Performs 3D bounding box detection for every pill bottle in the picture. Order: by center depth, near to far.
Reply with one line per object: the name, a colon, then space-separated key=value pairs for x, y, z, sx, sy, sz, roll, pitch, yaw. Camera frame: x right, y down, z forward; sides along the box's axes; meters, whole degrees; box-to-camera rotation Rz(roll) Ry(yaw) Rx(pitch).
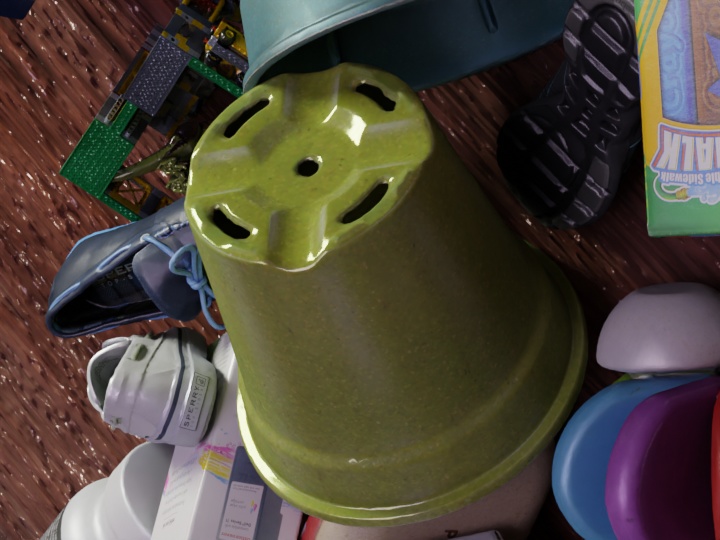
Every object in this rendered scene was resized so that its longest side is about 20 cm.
pill bottle: x=-0.159 y=0.205 z=1.517 sx=0.116 sy=0.116 sz=0.200 roll=52 pitch=128 yaw=16

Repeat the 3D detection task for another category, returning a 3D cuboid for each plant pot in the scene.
plant pot: x=0.000 y=0.000 z=1.218 sx=0.200 sy=0.201 sz=0.184 roll=20 pitch=152 yaw=34
plant pot: x=0.010 y=-0.210 z=1.241 sx=0.200 sy=0.200 sz=0.197 roll=-22 pitch=80 yaw=40

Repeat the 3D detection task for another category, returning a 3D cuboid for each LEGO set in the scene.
LEGO set: x=-0.082 y=-0.102 z=1.405 sx=0.153 sy=0.116 sz=0.200 roll=27 pitch=137 yaw=-1

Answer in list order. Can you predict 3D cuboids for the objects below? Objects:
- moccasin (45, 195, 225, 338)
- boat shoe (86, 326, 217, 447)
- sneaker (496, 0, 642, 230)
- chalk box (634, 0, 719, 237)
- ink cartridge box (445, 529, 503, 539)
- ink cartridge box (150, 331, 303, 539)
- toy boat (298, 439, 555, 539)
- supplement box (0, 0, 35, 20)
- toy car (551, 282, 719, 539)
moccasin: x=-0.103 y=0.004 z=1.378 sx=0.200 sy=0.068 sz=0.081 roll=-23 pitch=118 yaw=39
boat shoe: x=-0.130 y=0.062 z=1.409 sx=0.200 sy=0.067 sz=0.074 roll=169 pitch=118 yaw=-78
sneaker: x=0.135 y=-0.092 z=1.238 sx=0.075 sy=0.079 sz=0.200 roll=46 pitch=147 yaw=12
chalk box: x=0.216 y=-0.075 z=1.128 sx=0.123 sy=0.124 sz=0.201 roll=-1 pitch=93 yaw=39
ink cartridge box: x=0.020 y=0.253 z=1.321 sx=0.084 sy=0.144 sz=0.201 roll=-115 pitch=20 yaw=-47
ink cartridge box: x=-0.077 y=0.141 z=1.379 sx=0.117 sy=0.067 sz=0.201 roll=145 pitch=141 yaw=-70
toy boat: x=0.026 y=0.119 z=1.363 sx=0.200 sy=0.130 sz=0.131 roll=-67 pitch=32 yaw=29
supplement box: x=-0.239 y=-0.297 z=1.407 sx=0.200 sy=0.134 sz=0.200 roll=-49 pitch=50 yaw=36
toy car: x=0.185 y=0.102 z=1.192 sx=0.199 sy=0.150 sz=0.176 roll=1 pitch=102 yaw=39
